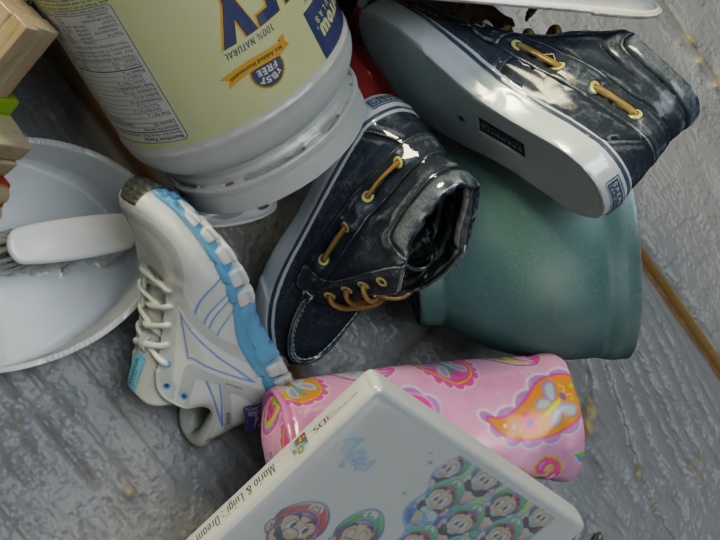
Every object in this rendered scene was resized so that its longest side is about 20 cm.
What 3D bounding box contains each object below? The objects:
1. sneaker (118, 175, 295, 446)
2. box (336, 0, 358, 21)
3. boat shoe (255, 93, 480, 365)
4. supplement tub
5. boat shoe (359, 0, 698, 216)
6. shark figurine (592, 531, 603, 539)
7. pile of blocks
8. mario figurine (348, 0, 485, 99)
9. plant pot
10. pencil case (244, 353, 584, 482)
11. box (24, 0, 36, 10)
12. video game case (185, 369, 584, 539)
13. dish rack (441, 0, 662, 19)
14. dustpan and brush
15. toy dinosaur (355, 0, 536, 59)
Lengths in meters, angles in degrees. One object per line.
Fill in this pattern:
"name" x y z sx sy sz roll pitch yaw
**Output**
"sneaker" -0.105 0.034 0.887 0.087 0.075 0.200 -37 132 -16
"box" -0.084 -0.234 0.958 0.200 0.046 0.159 30 45 -9
"boat shoe" 0.000 0.000 0.911 0.071 0.200 0.091 -7 43 -39
"supplement tub" -0.092 -0.145 0.829 0.145 0.145 0.200 -49 128 -26
"boat shoe" 0.096 -0.114 0.884 0.200 0.071 0.091 38 68 26
"shark figurine" 0.097 0.176 0.991 0.214 0.089 0.128 41 66 -12
"pile of blocks" -0.215 -0.061 0.801 0.082 0.062 0.200 21 97 19
"mario figurine" 0.008 -0.147 1.031 0.200 0.123 0.106 -50 145 -34
"plant pot" 0.093 -0.031 0.986 0.134 0.200 0.200 -9 83 -3
"pencil case" 0.035 0.101 0.922 0.200 0.087 0.087 -7 83 -18
"box" -0.292 -0.191 0.845 0.200 0.124 0.149 4 78 -26
"video game case" 0.008 0.165 0.888 0.182 0.024 0.200 -44 127 13
"dish rack" 0.066 -0.197 0.891 0.200 0.172 0.044 1 117 -18
"dustpan and brush" -0.149 -0.023 0.919 0.200 0.057 0.140 -11 84 -29
"toy dinosaur" 0.071 -0.198 0.988 0.106 0.060 0.200 38 49 1
